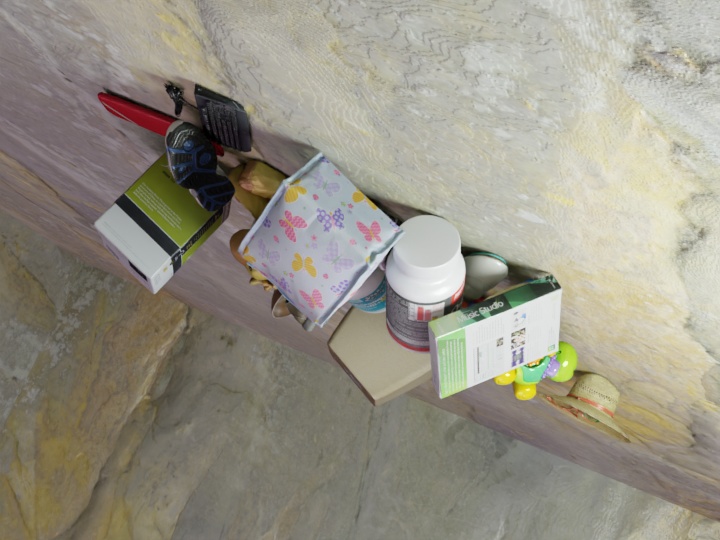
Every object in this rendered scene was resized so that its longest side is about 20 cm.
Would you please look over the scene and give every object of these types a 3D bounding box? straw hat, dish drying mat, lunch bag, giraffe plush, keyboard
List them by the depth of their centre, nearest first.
[{"bbox_3d":[-0.064,-0.034,1.541,0.169,0.127,0.200,42,132,3],"label":"lunch bag"},{"bbox_3d":[-0.213,-0.214,1.558,0.126,0.021,0.200,24,168,2],"label":"keyboard"},{"bbox_3d":[-0.306,-0.223,1.718,0.199,0.018,0.077,23,168,9],"label":"dish drying mat"},{"bbox_3d":[-0.139,-0.056,1.756,0.199,0.163,0.173,24,169,8],"label":"giraffe plush"},{"bbox_3d":[0.439,0.241,2.108,0.200,0.086,0.201,29,172,4],"label":"straw hat"}]

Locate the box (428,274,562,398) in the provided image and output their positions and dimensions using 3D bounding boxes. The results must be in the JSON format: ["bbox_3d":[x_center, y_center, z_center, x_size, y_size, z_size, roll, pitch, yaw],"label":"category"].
[{"bbox_3d":[0.194,0.096,1.607,0.145,0.199,0.036,83,161,-47],"label":"box"}]

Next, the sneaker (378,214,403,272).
[{"bbox_3d":[0.005,-0.064,1.689,0.200,0.076,0.115,44,166,-35],"label":"sneaker"}]

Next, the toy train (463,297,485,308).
[{"bbox_3d":[0.163,0.068,1.933,0.115,0.085,0.200,33,178,45],"label":"toy train"}]

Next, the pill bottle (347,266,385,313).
[{"bbox_3d":[0.000,0.000,1.810,0.110,0.112,0.200,20,175,21],"label":"pill bottle"}]

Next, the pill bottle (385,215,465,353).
[{"bbox_3d":[0.093,0.021,1.612,0.115,0.116,0.201,21,146,16],"label":"pill bottle"}]

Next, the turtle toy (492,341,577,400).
[{"bbox_3d":[0.283,0.130,1.835,0.101,0.147,0.200,-23,144,27],"label":"turtle toy"}]

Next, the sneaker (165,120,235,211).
[{"bbox_3d":[-0.252,-0.161,1.654,0.077,0.076,0.200,48,169,26],"label":"sneaker"}]

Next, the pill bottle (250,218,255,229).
[{"bbox_3d":[-0.127,-0.036,1.959,0.112,0.113,0.200,23,169,10],"label":"pill bottle"}]

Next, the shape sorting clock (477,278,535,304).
[{"bbox_3d":[0.208,0.088,1.665,0.039,0.200,0.200,55,-174,30],"label":"shape sorting clock"}]

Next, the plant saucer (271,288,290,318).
[{"bbox_3d":[-0.079,0.007,1.916,0.032,0.200,0.200,50,175,14],"label":"plant saucer"}]

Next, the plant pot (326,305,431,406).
[{"bbox_3d":[0.047,0.135,2.037,0.200,0.177,0.200,50,173,10],"label":"plant pot"}]

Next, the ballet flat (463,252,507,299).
[{"bbox_3d":[0.163,0.016,1.700,0.069,0.070,0.200,28,168,-16],"label":"ballet flat"}]

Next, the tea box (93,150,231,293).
[{"bbox_3d":[-0.328,-0.084,1.883,0.134,0.197,0.200,44,167,-1],"label":"tea box"}]

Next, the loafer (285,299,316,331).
[{"bbox_3d":[-0.068,0.017,1.682,0.069,0.075,0.200,33,135,2],"label":"loafer"}]
